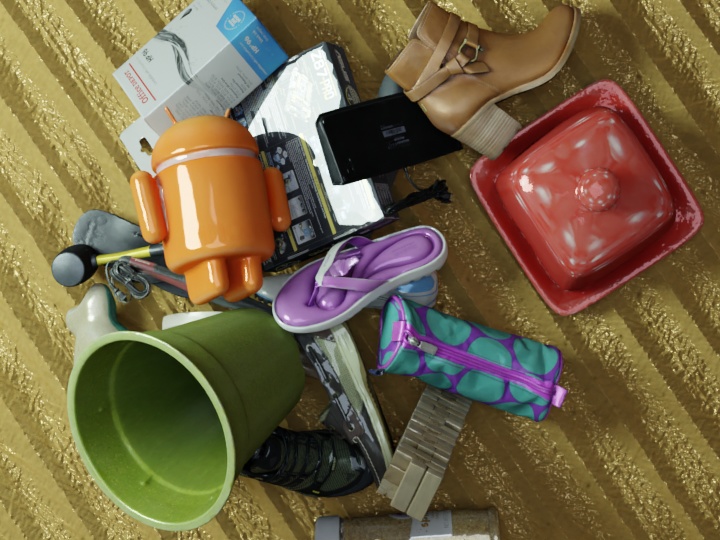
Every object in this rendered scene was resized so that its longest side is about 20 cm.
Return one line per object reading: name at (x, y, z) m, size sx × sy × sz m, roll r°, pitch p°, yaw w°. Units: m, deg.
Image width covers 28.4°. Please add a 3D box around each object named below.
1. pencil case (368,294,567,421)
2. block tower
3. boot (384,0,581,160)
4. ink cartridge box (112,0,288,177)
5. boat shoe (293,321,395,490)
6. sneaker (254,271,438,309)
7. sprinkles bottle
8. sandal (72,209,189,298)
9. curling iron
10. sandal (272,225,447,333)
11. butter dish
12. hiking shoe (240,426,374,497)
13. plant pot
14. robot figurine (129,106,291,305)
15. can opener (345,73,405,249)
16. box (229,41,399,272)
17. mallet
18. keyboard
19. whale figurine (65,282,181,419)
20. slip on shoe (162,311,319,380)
pencil case at (0.112, 0.094, 1.491) m, size 0.198 × 0.092 × 0.086 m, roll 18°, pitch 92°, yaw -13°
block tower at (0.069, 0.175, 1.457) m, size 0.054 × 0.200 × 0.058 m, roll 27°, pitch 112°, yaw 3°
boot at (0.131, -0.236, 1.510) m, size 0.155 × 0.077 × 0.201 m, roll 36°, pitch 85°, yaw -8°
ink cartridge box at (-0.187, -0.204, 1.520) m, size 0.200 × 0.116 × 0.068 m, roll -42°, pitch 131°, yaw 1°
boat shoe at (-0.013, 0.143, 1.493) m, size 0.065 × 0.072 × 0.203 m, roll -20°, pitch 94°, yaw 0°
sneaker at (-0.015, 0.010, 1.530) m, size 0.197 × 0.072 × 0.073 m, roll -1°, pitch 103°, yaw -3°
sprinkles bottle at (0.051, 0.292, 1.524) m, size 0.197 × 0.068 × 0.069 m, roll -4°, pitch 88°, yaw 2°
sandal at (-0.221, -0.015, 1.558) m, size 0.198 × 0.043 × 0.077 m, roll 11°, pitch 89°, yaw 3°
curling iron at (-0.171, 0.027, 1.495) m, size 0.198 × 0.026 × 0.050 m, roll 14°, pitch 83°, yaw -7°
sandal at (-0.004, -0.005, 1.464) m, size 0.201 × 0.050 × 0.083 m, roll -27°, pitch 51°, yaw -18°
butter dish at (0.240, -0.080, 1.483) m, size 0.198 × 0.148 × 0.201 m, roll -33°, pitch 87°, yaw 3°
hiking shoe at (-0.079, 0.204, 1.516) m, size 0.197 × 0.101 × 0.077 m, roll 8°, pitch 90°, yaw 3°
plant pot at (-0.152, 0.123, 1.407) m, size 0.198 × 0.190 × 0.202 m, roll 12°, pitch 114°, yaw 29°
robot figurine at (-0.149, -0.069, 1.448) m, size 0.142 × 0.117 × 0.202 m, roll -11°, pitch 81°, yaw 6°
can opener at (0.009, -0.122, 1.533) m, size 0.053 × 0.067 × 0.202 m, roll 20°, pitch 86°, yaw 33°
box at (-0.064, -0.119, 1.517) m, size 0.160 × 0.049 × 0.202 m, roll -23°, pitch 81°, yaw 25°
mallet at (-0.232, -0.017, 1.510) m, size 0.198 × 0.066 × 0.042 m, roll -9°, pitch 99°, yaw 14°
keyboard at (0.038, -0.118, 1.479) m, size 0.021 × 0.199 × 0.128 m, roll -21°, pitch 89°, yaw 46°
whale figurine at (-0.252, 0.114, 1.537) m, size 0.159 × 0.103 × 0.201 m, roll -43°, pitch 61°, yaw 36°
slip on shoe at (-0.117, 0.083, 1.537) m, size 0.197 × 0.076 × 0.061 m, roll 7°, pitch 81°, yaw -4°
